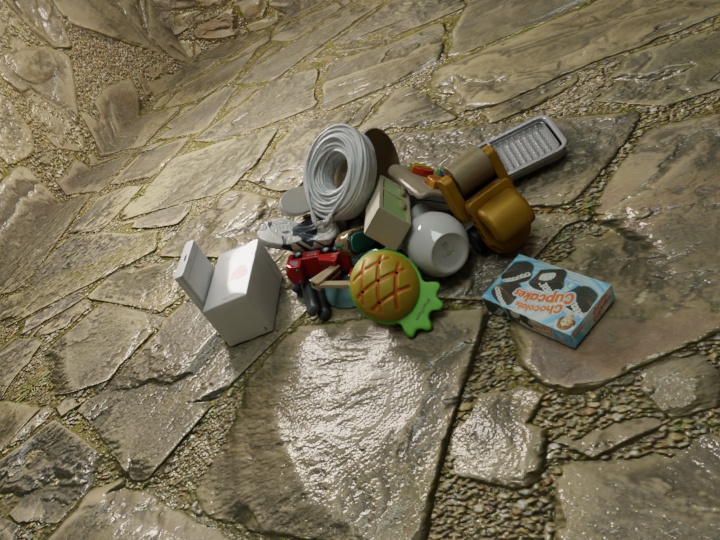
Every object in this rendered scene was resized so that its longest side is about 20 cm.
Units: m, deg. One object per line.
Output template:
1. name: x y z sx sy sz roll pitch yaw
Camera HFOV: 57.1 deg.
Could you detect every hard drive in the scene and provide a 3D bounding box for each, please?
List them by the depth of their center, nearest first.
1. hard drive: -0.349 0.046 1.523 0.026 0.202 0.133 -20 35 15

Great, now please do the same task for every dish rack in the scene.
1. dish rack: 0.348 -0.256 1.463 0.196 0.044 0.173 -26 34 12

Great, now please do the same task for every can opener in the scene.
1. can opener: -0.115 0.053 1.474 0.068 0.052 0.201 -58 28 22

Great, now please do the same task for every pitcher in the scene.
1. pitcher: 0.122 -0.046 1.333 0.171 0.122 0.200 -41 24 -2

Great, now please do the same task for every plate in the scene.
1. plate: 0.000 0.000 1.451 0.196 0.026 0.203 -22 36 17

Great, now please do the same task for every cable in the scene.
1. cable: -0.045 -0.210 1.436 0.199 0.068 0.204 -38 59 34

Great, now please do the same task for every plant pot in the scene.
1. plant pot: -0.007 -0.226 1.574 0.132 0.202 0.203 -1 44 35

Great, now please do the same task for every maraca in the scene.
1. maraca: 0.065 0.041 1.265 0.197 0.107 0.139 30 92 24

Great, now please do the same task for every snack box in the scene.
1. snack box: 0.313 0.047 1.123 0.116 0.037 0.198 -45 36 -16

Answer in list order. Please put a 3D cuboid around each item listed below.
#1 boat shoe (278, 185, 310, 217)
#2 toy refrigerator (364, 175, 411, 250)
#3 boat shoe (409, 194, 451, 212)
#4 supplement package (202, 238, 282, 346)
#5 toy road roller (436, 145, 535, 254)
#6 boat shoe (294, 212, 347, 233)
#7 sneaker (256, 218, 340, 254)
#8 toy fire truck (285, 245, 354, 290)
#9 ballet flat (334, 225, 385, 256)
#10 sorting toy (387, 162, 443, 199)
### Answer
1. boat shoe: -0.134 -0.168 1.586 0.069 0.072 0.200 -52 -3 42
2. toy refrigerator: 0.057 -0.124 1.354 0.071 0.075 0.201 -59 10 23
3. boat shoe: 0.128 -0.132 1.482 0.196 0.073 0.069 3 79 31
4. supplement package: -0.266 0.048 1.525 0.119 0.121 0.202 -20 36 16
5. toy road roller: 0.249 -0.130 1.254 0.122 0.202 0.146 -34 12 -4
6. boat shoe: -0.113 -0.103 1.568 0.197 0.072 0.062 -16 53 31
7. sneaker: -0.134 -0.051 1.519 0.193 0.131 0.081 -5 50 7
8. toy fire truck: -0.069 0.005 1.404 0.194 0.050 0.142 -9 31 9
9. ballet flat: 0.017 -0.073 1.419 0.064 0.073 0.198 -1 7 40
10. sorting toy: 0.180 -0.197 1.447 0.195 0.037 0.185 0 26 -23
